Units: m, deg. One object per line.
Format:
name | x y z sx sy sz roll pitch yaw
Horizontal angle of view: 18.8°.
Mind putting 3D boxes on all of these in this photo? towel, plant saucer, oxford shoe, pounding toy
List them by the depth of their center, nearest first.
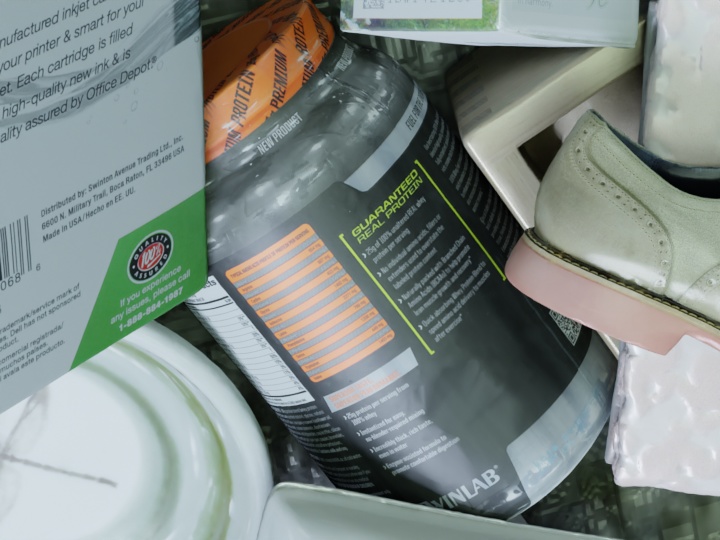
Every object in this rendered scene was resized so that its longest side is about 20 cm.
oxford shoe | 0.154 0.003 0.745 0.200 0.071 0.074 17 104 -7
towel | 0.191 -0.008 0.795 0.191 0.032 0.200 3 108 -2
plant saucer | -0.133 0.079 0.851 0.200 0.050 0.200 -2 124 -2
pounding toy | 0.167 -0.056 0.869 0.200 0.142 0.184 -34 107 9

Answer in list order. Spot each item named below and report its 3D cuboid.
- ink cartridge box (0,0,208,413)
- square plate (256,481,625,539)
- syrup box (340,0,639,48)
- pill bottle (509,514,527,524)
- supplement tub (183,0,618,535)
ink cartridge box | -0.126 -0.063 0.701 0.147 0.083 0.200 -32 135 -41
square plate | 0.040 0.191 0.822 0.198 0.028 0.200 11 101 -13
syrup box | 0.049 -0.180 0.762 0.081 0.079 0.200 -1 95 -45
pill bottle | 0.012 0.194 0.893 0.200 0.116 0.116 -38 108 0
supplement tub | 0.000 0.000 0.840 0.122 0.123 0.200 -38 108 -1
